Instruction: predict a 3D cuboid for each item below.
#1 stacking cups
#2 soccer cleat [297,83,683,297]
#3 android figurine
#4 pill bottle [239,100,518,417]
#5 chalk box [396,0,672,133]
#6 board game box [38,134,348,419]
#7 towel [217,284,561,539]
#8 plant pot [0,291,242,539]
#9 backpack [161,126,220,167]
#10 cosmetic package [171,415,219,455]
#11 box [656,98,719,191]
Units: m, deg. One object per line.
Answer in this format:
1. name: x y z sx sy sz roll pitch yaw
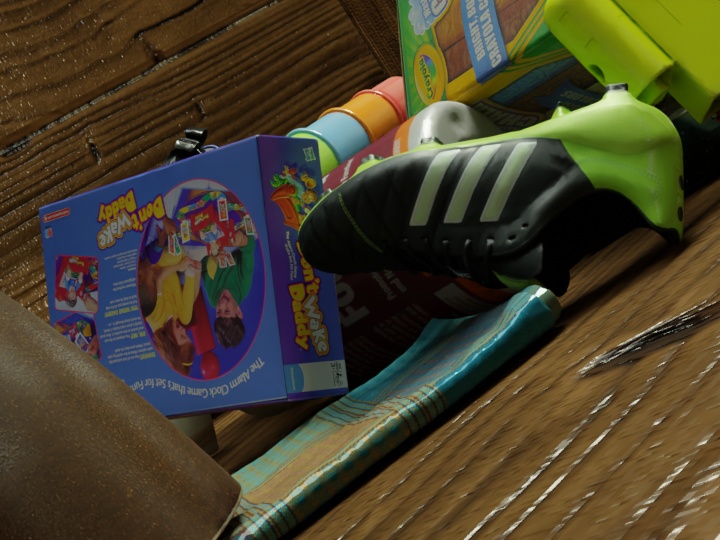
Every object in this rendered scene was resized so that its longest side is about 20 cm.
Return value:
1. stacking cups: -0.018 -0.073 1.002 0.060 0.061 0.200 -30 5 45
2. soccer cleat: 0.056 -0.022 0.714 0.199 0.082 0.067 -17 -28 27
3. android figurine: 0.170 -0.158 0.743 0.182 0.200 0.041 -37 -13 -12
4. pill bottle: 0.000 0.000 0.861 0.199 0.115 0.114 -32 4 31
5. chalk box: 0.100 -0.146 0.880 0.123 0.125 0.200 8 -24 -35
6. board game box: -0.099 0.013 0.839 0.199 0.136 0.045 -12 -7 44
7. towel: -0.009 0.075 0.698 0.199 0.022 0.147 -35 3 -19
8. plant pot: -0.184 0.078 0.633 0.187 0.200 0.187 -40 6 5
9. backpack: -0.128 0.015 1.298 0.190 0.200 0.154 -40 -28 10
10. cosmetic package: -0.187 0.122 0.955 0.105 0.072 0.200 -9 12 31
11. box: 0.202 -0.088 0.847 0.199 0.038 0.137 -33 4 16
